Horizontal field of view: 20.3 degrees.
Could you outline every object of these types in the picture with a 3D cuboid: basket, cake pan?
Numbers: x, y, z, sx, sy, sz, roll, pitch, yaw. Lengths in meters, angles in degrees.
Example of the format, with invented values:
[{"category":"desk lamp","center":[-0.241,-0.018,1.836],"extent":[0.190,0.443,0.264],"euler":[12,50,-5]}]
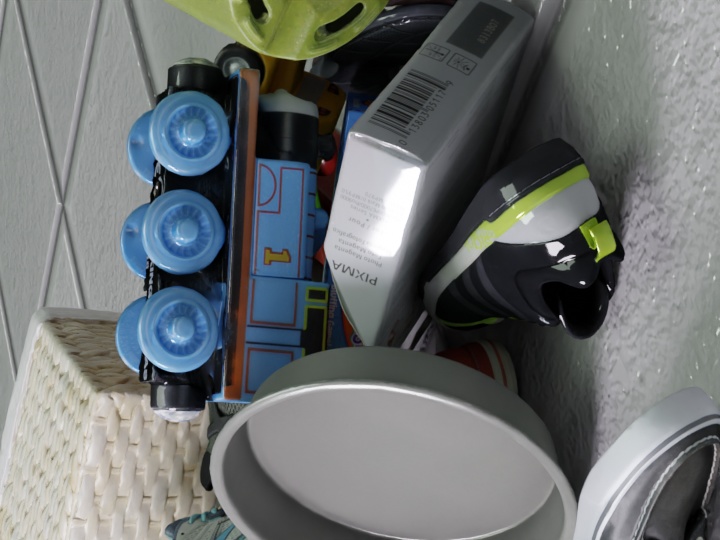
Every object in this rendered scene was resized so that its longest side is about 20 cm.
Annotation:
[{"category":"basket","center":[-0.154,0.149,1.508],"extent":[0.161,0.197,0.202],"euler":[35,115,58]},{"category":"cake pan","center":[0.019,0.110,1.079],"extent":[0.201,0.198,0.037],"euler":[113,173,-49]}]

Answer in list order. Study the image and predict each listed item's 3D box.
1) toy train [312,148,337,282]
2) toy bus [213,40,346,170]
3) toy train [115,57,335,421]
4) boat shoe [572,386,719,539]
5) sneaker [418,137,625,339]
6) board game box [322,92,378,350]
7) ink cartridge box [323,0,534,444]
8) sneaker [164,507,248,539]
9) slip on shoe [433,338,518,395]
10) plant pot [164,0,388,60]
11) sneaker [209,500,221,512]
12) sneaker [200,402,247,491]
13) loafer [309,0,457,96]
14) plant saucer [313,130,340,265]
[{"category":"toy train","center":[-0.073,-0.038,1.364],"extent":[0.200,0.084,0.117],"euler":[-161,56,-68]},{"category":"toy bus","center":[-0.066,-0.062,1.216],"extent":[0.065,0.078,0.201],"euler":[-68,0,-63]},{"category":"toy train","center":[-0.072,-0.016,1.121],"extent":[0.087,0.113,0.202],"euler":[166,108,-70]},{"category":"boat shoe","center":[0.133,0.135,0.940],"extent":[0.057,0.068,0.201],"euler":[50,144,30]},{"category":"sneaker","center":[0.085,0.008,1.031],"extent":[0.083,0.071,0.200],"euler":[55,164,12]},{"category":"board game box","center":[0.000,0.000,1.210],"extent":[0.152,0.045,0.202],"euler":[-93,10,-80]},{"category":"ink cartridge box","center":[0.026,-0.030,1.095],"extent":[0.163,0.057,0.201],"euler":[-54,-12,-48]},{"category":"sneaker","center":[-0.087,0.183,1.362],"extent":[0.086,0.200,0.078],"euler":[36,160,29]},{"category":"slip on shoe","center":[0.035,0.107,1.199],"extent":[0.201,0.061,0.075],"euler":[114,145,-54]},{"category":"plant pot","center":[-0.070,-0.211,1.108],"extent":[0.190,0.199,0.202],"euler":[42,135,38]},{"category":"sneaker","center":[-0.093,0.256,1.444],"extent":[0.077,0.078,0.202],"euler":[4,94,62]},{"category":"sneaker","center":[-0.071,0.090,1.316],"extent":[0.199,0.075,0.115],"euler":[-121,37,-78]},{"category":"loafer","center":[0.009,-0.154,1.230],"extent":[0.200,0.071,0.064],"euler":[152,118,-71]},{"category":"plant saucer","center":[-0.025,0.012,1.391],"extent":[0.200,0.036,0.202],"euler":[-136,47,-61]}]
